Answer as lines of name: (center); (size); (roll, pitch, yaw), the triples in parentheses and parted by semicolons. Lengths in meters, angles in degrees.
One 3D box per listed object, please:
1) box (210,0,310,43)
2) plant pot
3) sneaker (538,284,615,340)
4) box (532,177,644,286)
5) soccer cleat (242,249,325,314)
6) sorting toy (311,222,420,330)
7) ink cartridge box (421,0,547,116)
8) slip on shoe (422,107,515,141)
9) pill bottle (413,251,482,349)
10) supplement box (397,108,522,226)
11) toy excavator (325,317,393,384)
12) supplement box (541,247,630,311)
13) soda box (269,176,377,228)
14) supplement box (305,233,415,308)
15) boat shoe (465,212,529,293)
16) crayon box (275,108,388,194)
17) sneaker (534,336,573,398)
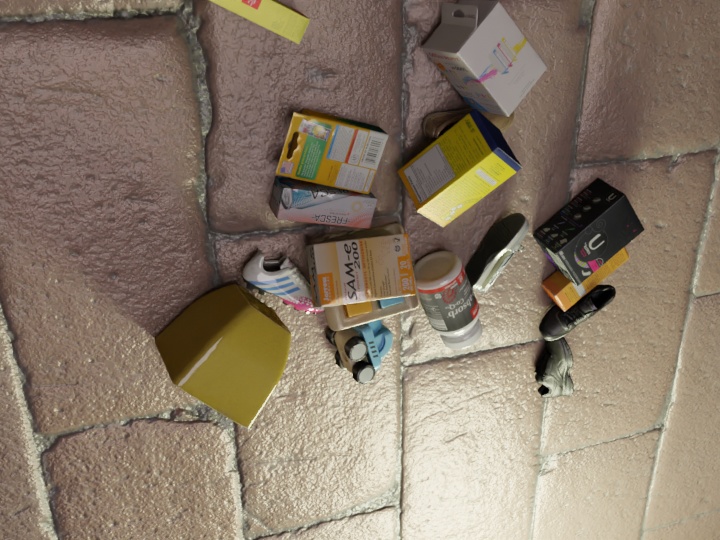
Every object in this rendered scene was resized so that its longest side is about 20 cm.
box: (-0.188, -0.453, 1.460); (0.199, 0.075, 0.050); (21, 107, -29)
plant pot: (-0.250, 0.148, 1.688); (0.200, 0.194, 0.195); (-49, 123, 2)
sneaker: (0.505, 0.089, 2.011); (0.200, 0.088, 0.076); (-34, 85, -9)
box: (0.507, -0.085, 1.920); (0.200, 0.106, 0.122); (-41, 124, 2)
soccer cleat: (-0.140, 0.023, 1.733); (0.199, 0.070, 0.087); (23, 106, -30)
sorting toy: (0.013, 0.012, 1.766); (0.199, 0.036, 0.186); (-14, 93, -13)
ink cartridge box: (0.223, -0.407, 1.610); (0.200, 0.128, 0.125); (41, 85, -32)
slip on shoe: (0.224, -0.291, 1.722); (0.199, 0.061, 0.076); (-7, 118, -19)
pill bottle: (0.191, 0.067, 1.865); (0.116, 0.116, 0.200); (-30, 124, -5)
supplement box: (0.192, -0.197, 1.682); (0.200, 0.109, 0.109); (-37, 146, 21)
toy excavator: (0.031, 0.114, 1.850); (0.200, 0.100, 0.195); (-30, 124, -22)
supplement box: (0.522, 0.001, 1.996); (0.200, 0.067, 0.069); (-40, 124, 2)
soda box: (-0.072, -0.132, 1.684); (0.199, 0.064, 0.069); (4, 115, -25)
supplement box: (0.000, 0.000, 1.708); (0.199, 0.073, 0.127); (-8, 90, -17)
boat shoe: (0.303, -0.036, 1.886); (0.065, 0.074, 0.202); (21, 111, -36)
crayon box: (-0.060, -0.229, 1.644); (0.199, 0.052, 0.126); (9, 112, -27)
sneaker: (0.466, 0.234, 2.095); (0.090, 0.076, 0.201); (-13, 117, -4)
